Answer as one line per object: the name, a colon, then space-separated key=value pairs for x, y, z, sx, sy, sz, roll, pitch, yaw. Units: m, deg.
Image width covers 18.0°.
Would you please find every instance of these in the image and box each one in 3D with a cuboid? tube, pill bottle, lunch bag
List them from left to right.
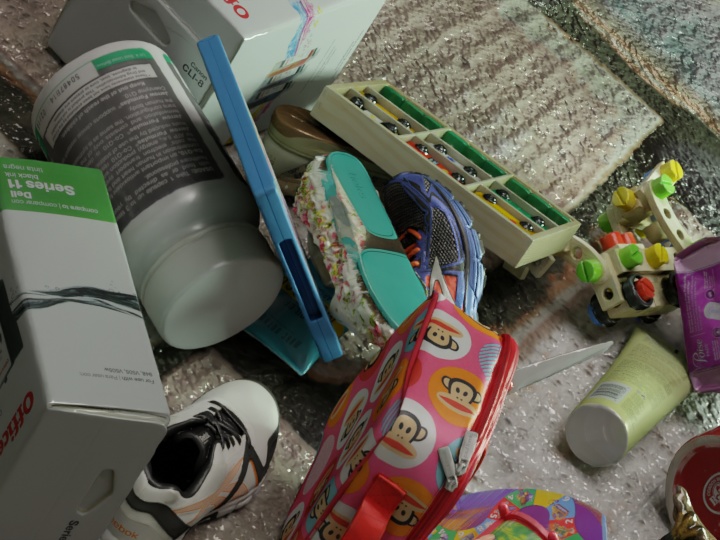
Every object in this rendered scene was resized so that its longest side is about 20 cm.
pill bottle: x=-0.139 y=-0.052 z=1.572 sx=0.113 sy=0.113 sz=0.201 roll=-4 pitch=51 yaw=-42
tube: x=-0.018 y=0.013 z=1.664 sx=0.077 sy=0.051 sz=0.200 roll=33 pitch=39 yaw=19
lunch bag: x=0.015 y=0.129 z=1.423 sx=0.082 sy=0.200 sz=0.177 roll=30 pitch=39 yaw=-5
tube: x=0.216 y=0.095 z=1.761 sx=0.200 sy=0.052 sz=0.058 roll=-36 pitch=107 yaw=-59

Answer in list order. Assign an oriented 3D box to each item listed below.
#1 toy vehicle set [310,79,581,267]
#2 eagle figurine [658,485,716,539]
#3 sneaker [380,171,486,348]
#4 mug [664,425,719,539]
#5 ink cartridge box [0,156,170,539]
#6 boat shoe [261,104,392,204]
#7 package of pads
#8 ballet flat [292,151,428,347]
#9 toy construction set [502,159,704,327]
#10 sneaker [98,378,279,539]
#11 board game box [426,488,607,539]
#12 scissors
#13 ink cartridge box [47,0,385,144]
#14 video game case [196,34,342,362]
toy vehicle set: x=0.067 y=-0.077 z=1.739 sx=0.200 sy=0.027 sz=0.124 roll=37 pitch=19 yaw=13
eagle figurine: x=0.168 y=0.236 z=1.518 sx=0.199 sy=0.152 sz=0.151 roll=-35 pitch=28 yaw=-18
sneaker: x=0.047 y=0.023 z=1.640 sx=0.078 sy=0.075 sz=0.202 roll=-3 pitch=71 yaw=-30
mug: x=0.336 y=0.136 z=1.717 sx=0.199 sy=0.179 sz=0.133 roll=-12 pitch=27 yaw=-41
ink cartridge box: x=-0.197 y=0.054 z=1.378 sx=0.083 sy=0.147 sz=0.201 roll=8 pitch=44 yaw=-31
boat shoe: x=0.007 y=-0.068 z=1.767 sx=0.199 sy=0.063 sz=0.073 roll=21 pitch=20 yaw=-25
package of pads: x=0.341 y=0.040 z=1.845 sx=0.199 sy=0.075 sz=0.122 roll=7 pitch=72 yaw=-48
ballet flat: x=0.000 y=0.000 z=1.607 sx=0.075 sy=0.064 sz=0.201 roll=18 pitch=35 yaw=-33
toy construction set: x=0.207 y=-0.021 z=1.840 sx=0.199 sy=0.092 sz=0.132 roll=-9 pitch=72 yaw=-38
sneaker: x=-0.099 y=0.119 z=1.446 sx=0.074 sy=0.080 sz=0.200 roll=37 pitch=34 yaw=5
board game box: x=0.079 y=0.197 z=1.452 sx=0.157 sy=0.039 sz=0.201 roll=-9 pitch=37 yaw=12
scissors: x=0.089 y=0.080 z=1.607 sx=0.199 sy=0.014 sz=0.073 roll=-35 pitch=92 yaw=-18
ink cartridge box: x=-0.107 y=-0.195 z=1.732 sx=0.145 sy=0.145 sz=0.200 roll=47 pitch=37 yaw=14
video game case: x=-0.060 y=-0.046 z=1.545 sx=0.018 sy=0.200 sz=0.144 roll=-21 pitch=53 yaw=-1
